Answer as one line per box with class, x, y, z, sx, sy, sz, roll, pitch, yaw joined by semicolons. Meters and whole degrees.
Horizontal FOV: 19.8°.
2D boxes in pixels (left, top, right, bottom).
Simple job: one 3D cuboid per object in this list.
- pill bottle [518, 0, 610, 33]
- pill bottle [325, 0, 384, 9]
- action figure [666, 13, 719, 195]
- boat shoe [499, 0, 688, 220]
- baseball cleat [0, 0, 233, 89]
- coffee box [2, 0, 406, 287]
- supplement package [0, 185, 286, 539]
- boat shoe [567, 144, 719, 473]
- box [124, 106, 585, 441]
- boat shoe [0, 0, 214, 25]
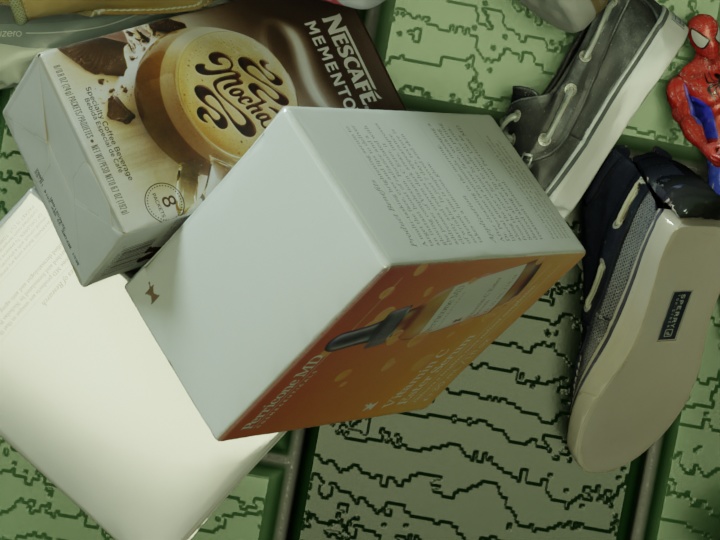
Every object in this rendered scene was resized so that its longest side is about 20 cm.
pill bottle;0.151;-0.245;1.193;0.111;0.111;0.200;42;89;-5
pill bottle;-0.069;-0.221;1.161;0.199;0.109;0.110;18;96;21
action figure;0.232;-0.056;1.226;0.065;0.099;0.202;-16;94;-10
boat shoe;0.113;-0.083;1.231;0.068;0.072;0.201;35;91;-7
baseball cleat;-0.157;-0.170;1.215;0.199;0.070;0.107;-19;90;-4
coffee box;-0.083;-0.082;1.162;0.199;0.080;0.114;-21;78;-33
supplement package;-0.150;0.058;1.211;0.200;0.121;0.120;42;93;-5
boat shoe;0.162;0.019;1.250;0.074;0.093;0.201;3;124;-28
box;0.000;0.000;1.140;0.152;0.199;0.107;-45;67;29
boat shoe;-0.171;-0.164;1.143;0.199;0.072;0.076;10;52;22
